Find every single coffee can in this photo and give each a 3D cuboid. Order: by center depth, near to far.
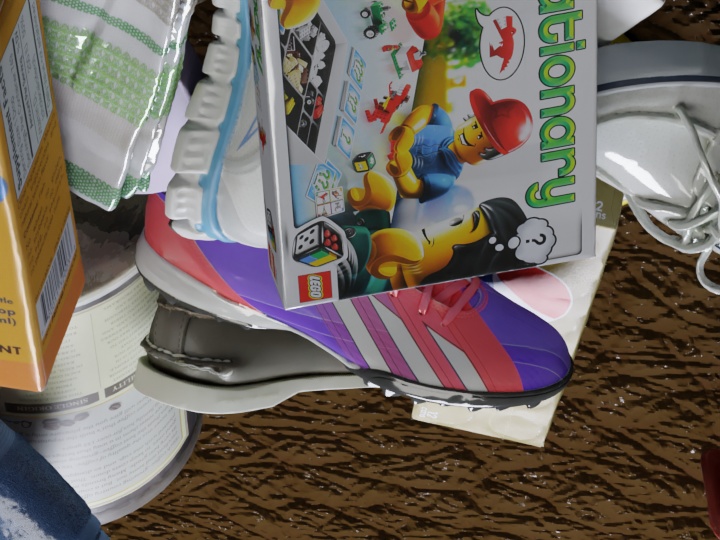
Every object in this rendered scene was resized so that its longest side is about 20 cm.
[{"bbox_3d":[-0.153,0.014,1.339,0.146,0.147,0.200,10,146,7],"label":"coffee can"}]

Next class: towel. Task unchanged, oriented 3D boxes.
[{"bbox_3d":[-0.136,-0.106,1.056,0.149,0.031,0.200,18,145,-4],"label":"towel"},{"bbox_3d":[-0.204,0.077,1.286,0.200,0.049,0.112,50,151,-13],"label":"towel"}]

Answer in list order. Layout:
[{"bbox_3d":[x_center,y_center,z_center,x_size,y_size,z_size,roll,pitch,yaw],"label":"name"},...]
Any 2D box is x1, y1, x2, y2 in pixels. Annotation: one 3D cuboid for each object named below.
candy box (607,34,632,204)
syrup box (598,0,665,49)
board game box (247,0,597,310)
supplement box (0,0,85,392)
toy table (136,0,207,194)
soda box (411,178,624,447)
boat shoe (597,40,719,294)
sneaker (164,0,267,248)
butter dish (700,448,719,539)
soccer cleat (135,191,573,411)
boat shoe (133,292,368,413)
[{"bbox_3d":[0.060,-0.054,1.266,0.200,0.026,0.102,-19,137,41],"label":"candy box"},{"bbox_3d":[0.039,-0.115,1.136,0.079,0.082,0.200,29,145,-23],"label":"syrup box"},{"bbox_3d":[0.023,-0.084,1.025,0.126,0.035,0.200,-10,126,-9],"label":"board game box"},{"bbox_3d":[-0.154,-0.040,1.076,0.066,0.069,0.200,8,139,9],"label":"supplement box"},{"bbox_3d":[-0.133,-0.135,1.142,0.184,0.117,0.200,-10,138,33],"label":"toy table"},{"bbox_3d":[0.072,0.002,1.263,0.068,0.064,0.200,13,149,1],"label":"soda box"},{"bbox_3d":[0.148,-0.035,1.138,0.202,0.086,0.075,10,152,-42],"label":"boat shoe"},{"bbox_3d":[-0.014,-0.094,1.083,0.087,0.075,0.200,19,119,14],"label":"sneaker"},{"bbox_3d":[0.269,0.075,1.281,0.200,0.148,0.199,14,-170,3],"label":"butter dish"},{"bbox_3d":[0.000,0.000,1.194,0.200,0.068,0.073,20,121,10],"label":"soccer cleat"},{"bbox_3d":[-0.027,0.021,1.311,0.072,0.060,0.202,19,-163,34],"label":"boat shoe"}]
